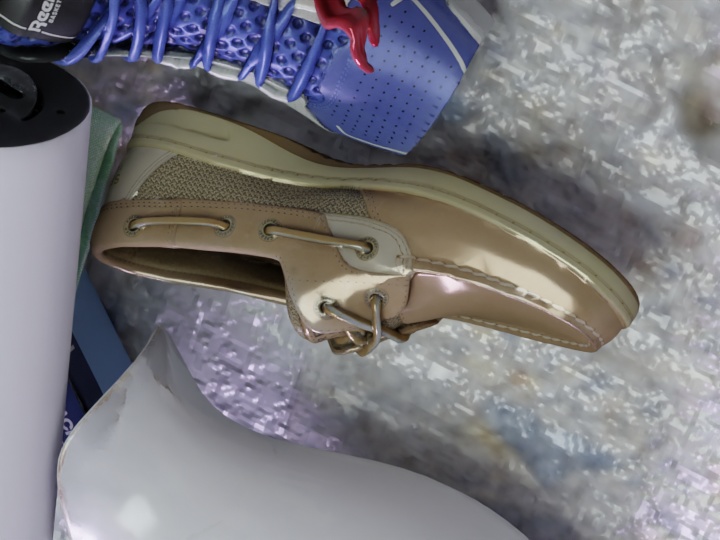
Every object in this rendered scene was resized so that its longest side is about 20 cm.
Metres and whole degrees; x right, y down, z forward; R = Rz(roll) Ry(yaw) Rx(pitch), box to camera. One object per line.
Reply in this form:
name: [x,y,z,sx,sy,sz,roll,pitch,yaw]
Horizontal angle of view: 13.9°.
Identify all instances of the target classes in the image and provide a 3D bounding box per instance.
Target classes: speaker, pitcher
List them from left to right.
speaker: [-0.141,0.024,1.044,0.081,0.081,0.200,18,120,17]
pitcher: [-0.020,0.132,1.105,0.200,0.121,0.172,32,147,9]

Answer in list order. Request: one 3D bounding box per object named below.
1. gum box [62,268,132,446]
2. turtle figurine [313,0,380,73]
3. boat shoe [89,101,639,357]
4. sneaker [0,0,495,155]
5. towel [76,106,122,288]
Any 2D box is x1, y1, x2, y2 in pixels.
gum box: [-0.204,0.010,1.165,0.200,0.045,0.170,-16,107,32]
turtle figurine: [0.034,-0.142,0.930,0.200,0.150,0.101,-14,145,27]
boat shoe: [0.000,0.000,1.033,0.200,0.065,0.071,17,161,25]
sneaker: [-0.065,-0.093,0.998,0.199,0.115,0.081,33,127,6]
towel: [-0.195,-0.033,1.097,0.200,0.023,0.153,26,122,11]
